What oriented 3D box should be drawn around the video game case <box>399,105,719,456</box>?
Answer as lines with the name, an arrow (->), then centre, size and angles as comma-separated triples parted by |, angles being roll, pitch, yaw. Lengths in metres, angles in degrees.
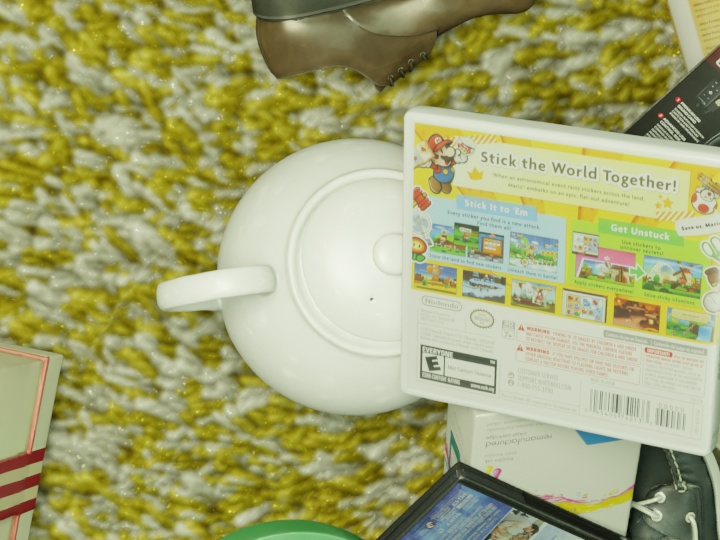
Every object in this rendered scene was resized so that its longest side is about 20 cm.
video game case -> 0.117, 0.005, 1.141 | 0.199, 0.023, 0.183 | 10, 113, 25

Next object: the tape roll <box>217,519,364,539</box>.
tape roll -> -0.047, 0.273, 1.332 | 0.200, 0.048, 0.201 | -1, 94, -9

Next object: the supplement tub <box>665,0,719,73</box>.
supplement tub -> 0.285, -0.167, 1.312 | 0.144, 0.145, 0.201 | -18, 97, -8

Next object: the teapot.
teapot -> 0.000, 0.000, 1.260 | 0.197, 0.146, 0.200 | 37, 78, -5

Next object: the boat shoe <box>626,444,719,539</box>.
boat shoe -> 0.209, 0.168, 1.333 | 0.060, 0.076, 0.200 | -36, 114, -28

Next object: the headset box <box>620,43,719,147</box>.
headset box -> 0.212, -0.031, 1.209 | 0.200, 0.077, 0.149 | -42, 86, -21

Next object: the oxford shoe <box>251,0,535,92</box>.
oxford shoe -> 0.027, -0.168, 1.314 | 0.199, 0.073, 0.085 | -9, 112, -7

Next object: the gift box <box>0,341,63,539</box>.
gift box -> -0.305, 0.108, 1.213 | 0.199, 0.187, 0.185 | 16, 93, 9

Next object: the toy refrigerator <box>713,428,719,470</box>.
toy refrigerator -> 0.283, 0.115, 1.370 | 0.200, 0.070, 0.076 | 39, 79, -10

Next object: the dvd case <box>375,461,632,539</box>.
dvd case -> 0.097, 0.206, 1.287 | 0.200, 0.018, 0.143 | 27, 121, -28

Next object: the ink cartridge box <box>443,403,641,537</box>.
ink cartridge box -> 0.117, 0.135, 1.290 | 0.116, 0.067, 0.200 | -7, 132, -9
